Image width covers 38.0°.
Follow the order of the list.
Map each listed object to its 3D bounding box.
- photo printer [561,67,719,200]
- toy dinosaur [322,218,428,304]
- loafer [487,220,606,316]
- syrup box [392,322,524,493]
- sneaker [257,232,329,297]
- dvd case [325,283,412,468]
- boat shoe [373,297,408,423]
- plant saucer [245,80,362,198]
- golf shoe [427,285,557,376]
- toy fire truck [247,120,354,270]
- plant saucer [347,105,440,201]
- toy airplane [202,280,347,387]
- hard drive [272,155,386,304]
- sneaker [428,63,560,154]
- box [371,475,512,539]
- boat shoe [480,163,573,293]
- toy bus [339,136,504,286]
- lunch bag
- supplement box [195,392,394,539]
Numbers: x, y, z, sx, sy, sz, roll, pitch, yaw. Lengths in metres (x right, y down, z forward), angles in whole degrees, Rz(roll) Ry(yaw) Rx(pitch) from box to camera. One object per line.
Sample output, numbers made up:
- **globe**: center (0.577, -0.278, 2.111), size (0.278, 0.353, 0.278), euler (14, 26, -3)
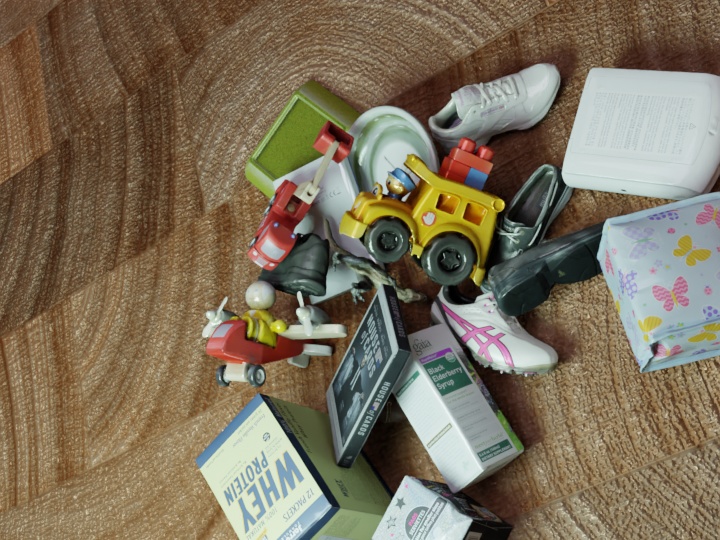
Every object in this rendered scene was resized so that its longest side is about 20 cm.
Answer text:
- **photo printer**: center (0.375, -0.176, 1.343), size (0.199, 0.069, 0.167), euler (10, 80, 35)
- **toy dinosaur**: center (0.000, 0.000, 1.488), size (0.200, 0.088, 0.048), euler (39, 118, 15)
- **loafer**: center (0.256, -0.020, 1.355), size (0.199, 0.073, 0.072), euler (-26, 43, 0)
- **syrup box**: center (0.114, 0.175, 1.353), size (0.200, 0.079, 0.081), euler (59, 141, 19)
- **sneaker**: center (-0.089, -0.009, 1.534), size (0.200, 0.076, 0.091), euler (-1, 71, 64)
- **dvd case**: center (0.008, 0.138, 1.382), size (0.150, 0.025, 0.200), euler (-103, 33, -57)
- **boat shoe**: center (0.044, 0.125, 1.459), size (0.070, 0.071, 0.201), euler (1, 53, 0)
- **plant saucer**: center (-0.089, -0.193, 1.674), size (0.200, 0.048, 0.200), euler (40, 98, 36)
- **golf shoe**: center (0.173, 0.077, 1.377), size (0.200, 0.072, 0.092), euler (21, 109, 36)
- **toy fire truck**: center (-0.085, -0.107, 1.499), size (0.141, 0.049, 0.200), euler (-40, 23, 46)
- **plant saucer**: center (0.053, -0.141, 1.535), size (0.200, 0.050, 0.201), euler (11, 105, 44)
- **toy airplane**: center (-0.129, 0.084, 1.518), size (0.199, 0.199, 0.142), euler (-7, 93, -10)
- **hard drive**: center (-0.048, -0.065, 1.576), size (0.132, 0.025, 0.201), euler (-23, 81, 29)
- **sneaker**: center (0.187, -0.231, 1.469), size (0.200, 0.100, 0.075), euler (-31, 57, 20)
- **box**: center (0.077, 0.376, 1.316), size (0.115, 0.132, 0.200), euler (27, 90, 35)
- **boat shoe**: center (0.212, -0.058, 1.411), size (0.072, 0.071, 0.200), euler (29, 92, 37)
- **toy bus**: center (0.092, -0.093, 1.397), size (0.136, 0.199, 0.193), euler (-117, 47, -76)
- **lunch bag**: center (0.401, 0.011, 1.227), size (0.199, 0.127, 0.170), euler (-16, 62, 1)
- **supplement box**: center (-0.076, 0.296, 1.404), size (0.134, 0.200, 0.200), euler (-47, 55, 11)
